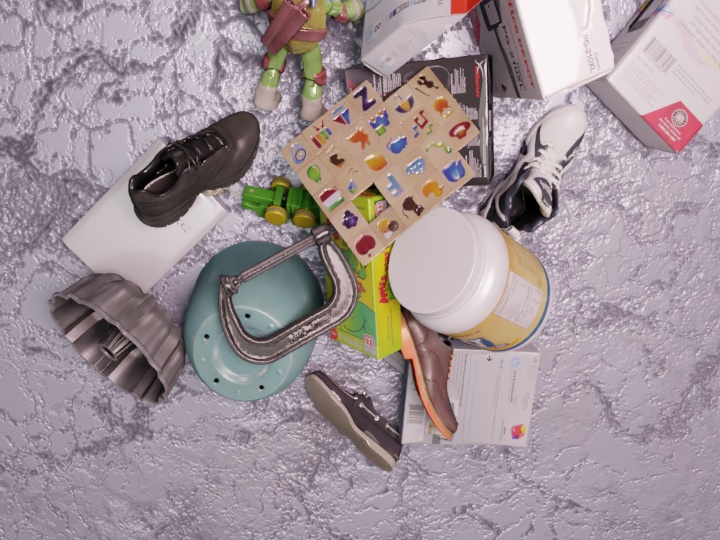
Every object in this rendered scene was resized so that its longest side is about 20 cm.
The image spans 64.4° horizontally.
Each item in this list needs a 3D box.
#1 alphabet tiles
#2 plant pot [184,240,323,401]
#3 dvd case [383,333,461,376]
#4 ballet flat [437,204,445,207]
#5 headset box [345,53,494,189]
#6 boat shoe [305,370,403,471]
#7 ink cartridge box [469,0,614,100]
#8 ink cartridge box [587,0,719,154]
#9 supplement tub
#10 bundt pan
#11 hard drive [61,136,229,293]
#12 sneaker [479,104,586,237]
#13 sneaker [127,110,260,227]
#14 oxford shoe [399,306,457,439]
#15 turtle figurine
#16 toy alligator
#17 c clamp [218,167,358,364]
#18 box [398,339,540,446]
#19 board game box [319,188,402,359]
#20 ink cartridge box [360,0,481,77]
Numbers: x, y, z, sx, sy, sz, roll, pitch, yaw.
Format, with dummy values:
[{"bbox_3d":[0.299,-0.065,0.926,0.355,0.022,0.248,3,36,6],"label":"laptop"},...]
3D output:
[{"bbox_3d":[0.031,-0.134,0.658,0.198,0.008,0.169,-38,82,-1],"label":"alphabet tiles"},{"bbox_3d":[-0.147,0.079,0.776,0.194,0.161,0.207,-1,107,-3],"label":"plant pot"},{"bbox_3d":[0.142,0.094,0.866,0.149,0.025,0.201,37,102,-13],"label":"dvd case"},{"bbox_3d":[0.063,-0.066,0.791,0.194,0.070,0.073,-8,114,4],"label":"ballet flat"},{"bbox_3d":[0.069,-0.185,0.728,0.194,0.075,0.153,0,108,19],"label":"headset box"},{"bbox_3d":[-0.006,0.222,0.891,0.201,0.072,0.063,49,57,-9],"label":"boat shoe"},{"bbox_3d":[0.196,-0.284,0.662,0.082,0.201,0.148,-22,107,4],"label":"ink cartridge box"},{"bbox_3d":[0.413,-0.279,0.735,0.147,0.086,0.201,38,100,-12],"label":"ink cartridge box"},{"bbox_3d":[0.140,0.015,0.715,0.198,0.145,0.146,23,108,-45],"label":"supplement tub"},{"bbox_3d":[-0.317,0.084,0.775,0.198,0.076,0.205,21,140,19],"label":"bundt pan"},{"bbox_3d":[-0.297,-0.064,0.796,0.199,0.025,0.132,-41,105,9],"label":"hard drive"},{"bbox_3d":[0.242,-0.124,0.750,0.079,0.130,0.200,40,101,-14],"label":"sneaker"},{"bbox_3d":[-0.205,-0.136,0.720,0.076,0.091,0.200,43,75,7],"label":"sneaker"},{"bbox_3d":[0.104,0.138,0.788,0.071,0.071,0.204,-23,104,-1],"label":"oxford shoe"},{"bbox_3d":[-0.072,-0.305,0.710,0.141,0.201,0.197,-10,135,-28],"label":"turtle figurine"},{"bbox_3d":[-0.119,-0.089,0.787,0.194,0.061,0.055,7,150,0],"label":"toy alligator"},{"bbox_3d":[-0.088,0.007,0.682,0.198,0.027,0.173,-34,104,-10],"label":"c clamp"},{"bbox_3d":[0.161,0.185,0.862,0.194,0.041,0.161,2,107,-3],"label":"box"},{"bbox_3d":[0.000,0.000,0.737,0.047,0.100,0.206,-18,112,-37],"label":"board game box"},{"bbox_3d":[0.079,-0.332,0.621,0.046,0.198,0.164,20,63,-32],"label":"ink cartridge box"}]
